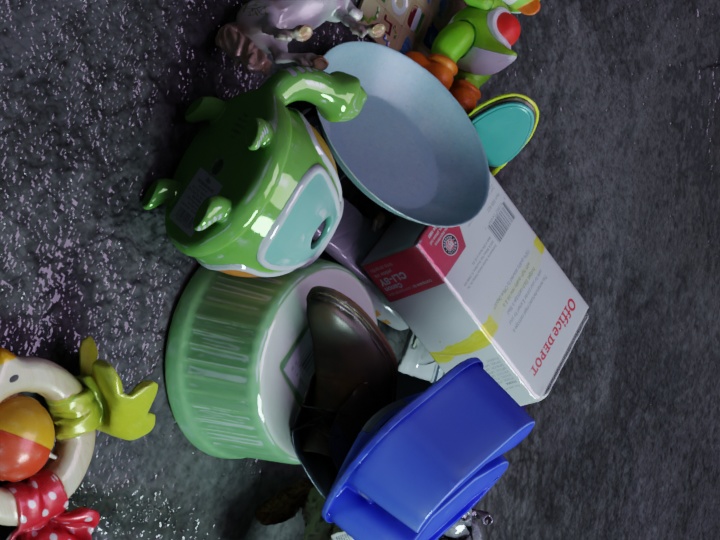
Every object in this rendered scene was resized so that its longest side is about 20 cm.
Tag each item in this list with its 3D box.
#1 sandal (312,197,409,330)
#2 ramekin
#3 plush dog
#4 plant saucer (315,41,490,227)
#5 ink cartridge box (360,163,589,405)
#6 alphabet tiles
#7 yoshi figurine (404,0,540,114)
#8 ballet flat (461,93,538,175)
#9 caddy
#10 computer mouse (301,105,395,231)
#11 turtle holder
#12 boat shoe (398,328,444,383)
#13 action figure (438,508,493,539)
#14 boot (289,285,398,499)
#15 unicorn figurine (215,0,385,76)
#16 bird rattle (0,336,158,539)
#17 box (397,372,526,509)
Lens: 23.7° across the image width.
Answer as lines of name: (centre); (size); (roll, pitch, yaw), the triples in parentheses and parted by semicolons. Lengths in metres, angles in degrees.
sandal: (0.002, -0.007, 1.639); (0.207, 0.059, 0.079); (41, 47, -26)
ramekin: (-0.070, 0.076, 1.519); (0.200, 0.097, 0.201); (-16, 110, -51)
plush dog: (0.000, 0.246, 1.571); (0.199, 0.172, 0.161); (21, 108, -23)
plant saucer: (0.030, -0.116, 1.556); (0.200, 0.039, 0.202); (25, 46, -28)
ink cartridge box: (0.113, 0.018, 1.636); (0.200, 0.083, 0.145); (52, 45, -17)
alphabet tiles: (0.056, -0.284, 1.684); (0.200, 0.006, 0.167); (37, 68, -50)
yoshi figurine: (0.112, -0.261, 1.705); (0.112, 0.112, 0.201); (34, 82, -8)
ballet flat: (0.112, -0.120, 1.680); (0.067, 0.200, 0.067); (23, 45, -11)
caddy: (0.051, 0.155, 1.435); (0.200, 0.105, 0.142); (-35, 160, -39)
computer mouse: (-0.022, -0.092, 1.585); (0.200, 0.046, 0.141); (-45, 118, -50)
turtle holder: (-0.080, -0.081, 1.431); (0.131, 0.141, 0.186); (31, 64, -35)
boat shoe: (0.076, 0.019, 1.720); (0.074, 0.066, 0.201); (108, -8, -54)
action figure: (0.110, 0.294, 1.709); (0.131, 0.069, 0.201); (-86, 168, -47)
boot: (-0.017, 0.111, 1.454); (0.097, 0.074, 0.201); (-55, 138, -35)
unicorn figurine: (-0.040, -0.224, 1.490); (0.199, 0.137, 0.074); (-12, 114, -35)
bird rattle: (-0.256, 0.142, 1.324); (0.163, 0.112, 0.201); (32, 85, -39)
box: (0.103, 0.130, 1.779); (0.141, 0.079, 0.201); (53, 57, -41)
